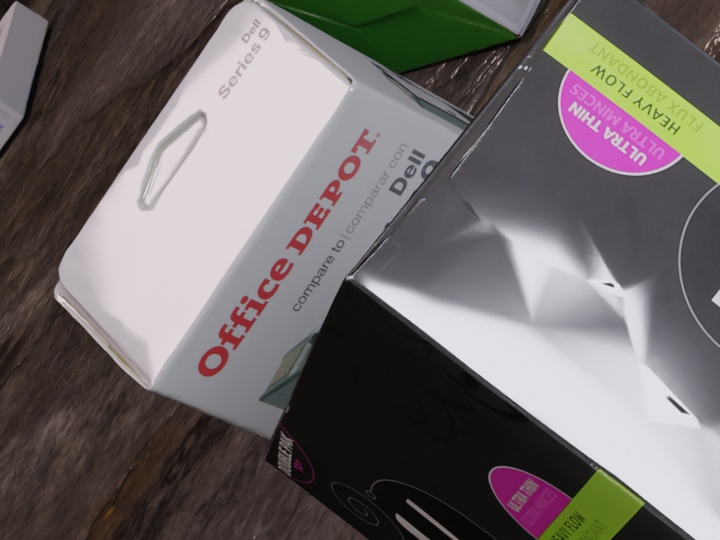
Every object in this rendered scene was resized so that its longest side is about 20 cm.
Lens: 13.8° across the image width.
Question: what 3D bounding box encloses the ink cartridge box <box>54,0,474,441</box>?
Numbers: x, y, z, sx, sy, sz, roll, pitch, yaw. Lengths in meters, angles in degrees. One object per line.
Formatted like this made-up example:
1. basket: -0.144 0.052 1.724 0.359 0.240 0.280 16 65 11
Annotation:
1. ink cartridge box: 0.000 0.000 1.186 0.146 0.200 0.084 -56 45 9

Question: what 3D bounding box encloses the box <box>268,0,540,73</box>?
1. box: 0.054 -0.211 1.618 0.177 0.097 0.200 -64 16 -10

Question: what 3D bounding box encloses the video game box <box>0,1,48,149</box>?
1. video game box: -0.369 -0.137 2.820 0.182 0.047 0.200 -48 19 26

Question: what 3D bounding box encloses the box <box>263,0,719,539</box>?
1. box: 0.073 0.032 0.907 0.124 0.148 0.200 -51 -5 -19
